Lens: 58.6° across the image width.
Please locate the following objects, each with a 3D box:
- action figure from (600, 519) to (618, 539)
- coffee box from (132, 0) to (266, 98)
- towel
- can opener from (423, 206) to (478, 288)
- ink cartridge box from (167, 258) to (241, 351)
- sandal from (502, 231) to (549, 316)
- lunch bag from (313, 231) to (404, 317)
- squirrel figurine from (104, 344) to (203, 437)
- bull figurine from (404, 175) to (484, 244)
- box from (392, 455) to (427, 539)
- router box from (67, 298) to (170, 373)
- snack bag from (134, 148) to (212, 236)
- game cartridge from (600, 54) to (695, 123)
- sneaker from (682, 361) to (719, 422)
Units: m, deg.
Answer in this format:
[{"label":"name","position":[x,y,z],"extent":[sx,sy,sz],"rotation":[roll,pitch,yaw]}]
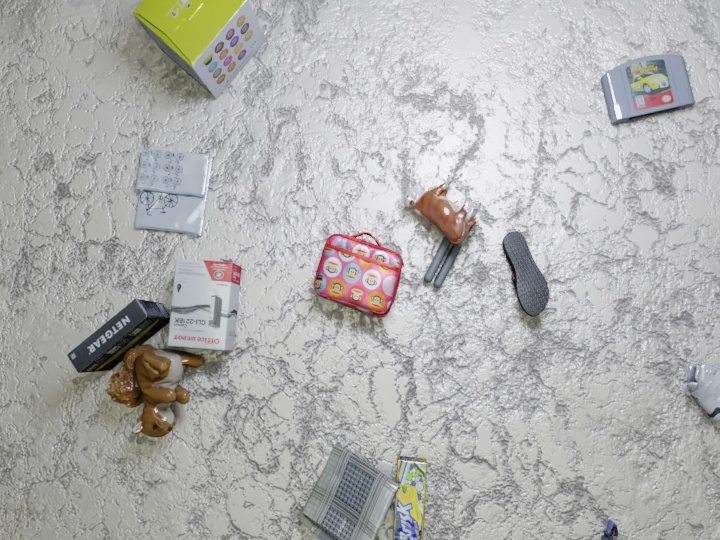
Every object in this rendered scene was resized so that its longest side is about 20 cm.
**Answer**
[{"label":"action figure","position":[0.551,0.653,1.369],"extent":[0.187,0.105,0.207],"rotation":[15,87,-4]},{"label":"coffee box","position":[-0.375,-0.578,1.523],"extent":[0.199,0.198,0.201],"rotation":[41,88,7]},{"label":"towel","position":[-0.030,0.520,1.428],"extent":[0.189,0.034,0.205],"rotation":[26,87,28]},{"label":"can opener","position":[0.209,-0.058,1.492],"extent":[0.052,0.066,0.204],"rotation":[28,91,6]},{"label":"ink cartridge box","position":[-0.365,0.083,1.507],"extent":[0.139,0.084,0.208],"rotation":[4,85,4]},{"label":"sandal","position":[0.380,0.009,1.485],"extent":[0.073,0.045,0.206],"rotation":[-13,69,-2]},{"label":"lunch bag","position":[0.000,0.000,1.495],"extent":[0.194,0.082,0.182],"rotation":[17,81,4]},{"label":"squirrel figurine","position":[-0.485,0.280,1.488],"extent":[0.194,0.141,0.193],"rotation":[13,95,20]},{"label":"bull figurine","position":[0.187,-0.149,1.467],"extent":[0.122,0.065,0.200],"rotation":[-49,60,12]},{"label":"box","position":[0.110,0.526,1.433],"extent":[0.067,0.064,0.208],"rotation":[3,83,5]},{"label":"router box","position":[-0.548,0.151,1.478],"extent":[0.198,0.157,0.053],"rotation":[-39,83,-1]},{"label":"snack bag","position":[-0.465,-0.192,1.577],"extent":[0.182,0.021,0.208],"rotation":[7,84,5]},{"label":"game cartridge","position":[0.673,-0.432,1.510],"extent":[0.193,0.041,0.138],"rotation":[-12,79,3]},{"label":"sneaker","position":[0.799,0.219,1.407],"extent":[0.114,0.075,0.202],"rotation":[37,91,5]}]
